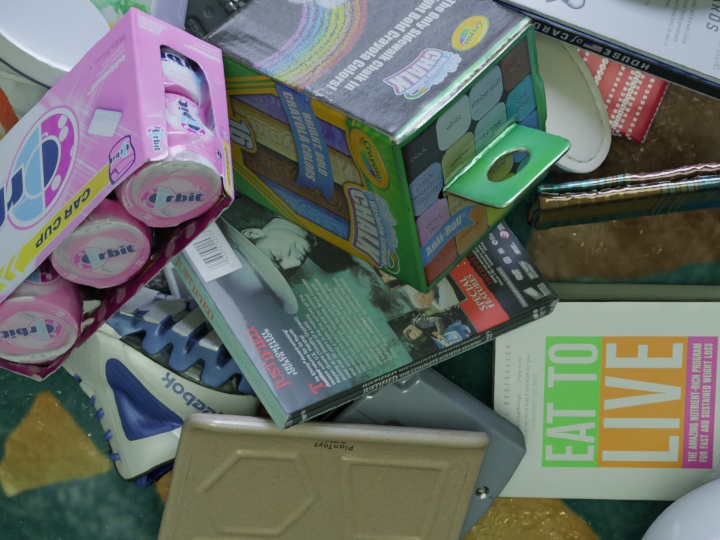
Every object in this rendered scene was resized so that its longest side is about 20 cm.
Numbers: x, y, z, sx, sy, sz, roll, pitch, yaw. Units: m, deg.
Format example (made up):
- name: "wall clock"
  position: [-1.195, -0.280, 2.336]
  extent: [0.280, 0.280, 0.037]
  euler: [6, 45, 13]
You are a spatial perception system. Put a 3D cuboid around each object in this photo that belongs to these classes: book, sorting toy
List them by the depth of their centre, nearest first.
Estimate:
- name: "sorting toy"
  position: [-0.031, 0.157, 1.707]
  extent: [0.184, 0.037, 0.201]
  euler: [5, 131, -14]
- name: "book"
  position: [0.181, 0.077, 1.764]
  extent: [0.199, 0.048, 0.134]
  euler: [0, 105, 1]

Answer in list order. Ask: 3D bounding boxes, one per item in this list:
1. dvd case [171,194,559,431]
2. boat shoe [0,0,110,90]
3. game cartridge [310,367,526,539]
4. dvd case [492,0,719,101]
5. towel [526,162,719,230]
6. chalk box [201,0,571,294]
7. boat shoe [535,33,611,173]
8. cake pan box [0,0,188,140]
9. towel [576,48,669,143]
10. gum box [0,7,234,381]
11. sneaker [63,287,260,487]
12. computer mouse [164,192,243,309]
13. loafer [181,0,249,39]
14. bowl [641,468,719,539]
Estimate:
- name: "dvd case"
  position: [0.000, 0.000, 1.682]
  extent: [0.199, 0.022, 0.146]
  euler: [-22, 65, -29]
- name: "boat shoe"
  position: [-0.228, -0.148, 1.656]
  extent: [0.199, 0.071, 0.070]
  euler: [31, 134, 15]
- name: "game cartridge"
  position: [0.000, 0.141, 1.740]
  extent: [0.133, 0.041, 0.200]
  euler: [36, 114, -27]
- name: "dvd case"
  position: [0.148, -0.200, 1.685]
  extent: [0.199, 0.025, 0.151]
  euler: [21, 65, -5]
- name: "towel"
  position: [0.171, -0.048, 1.665]
  extent: [0.146, 0.200, 0.022]
  euler: [-8, 87, 2]
- name: "chalk box"
  position: [0.028, -0.084, 1.613]
  extent: [0.200, 0.124, 0.124]
  euler: [30, 58, 32]
- name: "boat shoe"
  position: [0.069, -0.133, 1.700]
  extent: [0.200, 0.059, 0.072]
  euler: [45, 60, -9]
- name: "cake pan box"
  position: [-0.202, -0.145, 1.700]
  extent: [0.199, 0.052, 0.185]
  euler: [15, 99, 23]
- name: "towel"
  position: [0.108, -0.179, 1.733]
  extent: [0.199, 0.022, 0.145]
  euler: [22, 99, -3]
- name: "gum box"
  position: [-0.150, -0.044, 1.583]
  extent: [0.066, 0.114, 0.200]
  euler: [23, 131, -33]
- name: "sneaker"
  position: [-0.144, 0.066, 1.704]
  extent: [0.199, 0.081, 0.116]
  euler: [21, 111, 17]
- name: "computer mouse"
  position: [-0.079, 0.034, 1.755]
  extent: [0.109, 0.044, 0.201]
  euler: [-1, 106, 7]
- name: "loafer"
  position: [-0.101, -0.131, 1.720]
  extent: [0.199, 0.070, 0.075]
  euler: [-30, 82, 23]
- name: "bowl"
  position: [0.251, 0.178, 1.733]
  extent: [0.200, 0.091, 0.202]
  euler: [-1, 142, -1]
